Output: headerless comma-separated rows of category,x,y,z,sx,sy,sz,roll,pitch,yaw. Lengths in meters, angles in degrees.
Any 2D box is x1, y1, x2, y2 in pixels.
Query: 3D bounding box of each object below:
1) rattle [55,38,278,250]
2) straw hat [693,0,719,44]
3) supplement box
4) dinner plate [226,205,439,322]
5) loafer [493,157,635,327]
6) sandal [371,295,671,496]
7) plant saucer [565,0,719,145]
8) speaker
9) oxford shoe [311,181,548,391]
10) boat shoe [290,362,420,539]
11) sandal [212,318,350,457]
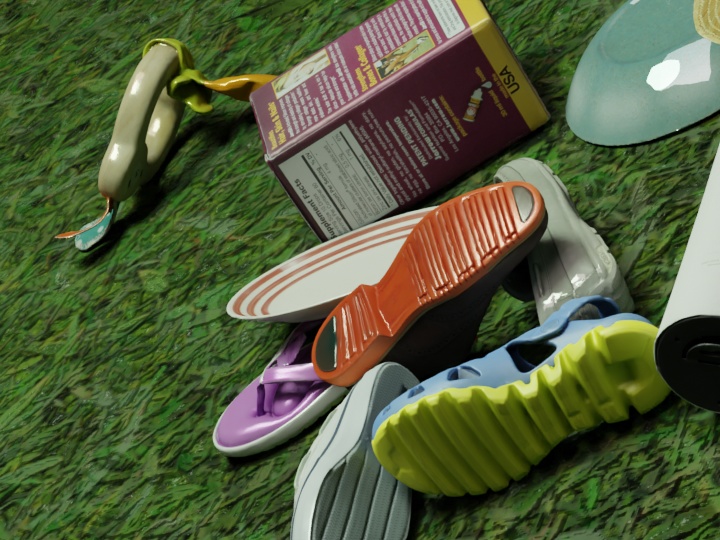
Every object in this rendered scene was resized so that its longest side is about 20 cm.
rattle,-0.157,-0.088,2.144,0.130,0.142,0.201,128,165,-65
straw hat,0.329,-0.200,1.706,0.200,0.085,0.202,-34,28,20
supplement box,0.027,-0.124,1.908,0.199,0.104,0.131,-31,28,7
dinner plate,0.000,0.000,1.782,0.199,0.024,0.200,-21,10,4
loafer,0.119,-0.015,1.668,0.069,0.070,0.200,-26,28,-1
sandal,0.100,0.074,1.551,0.199,0.080,0.087,-21,26,9
plant saucer,0.229,-0.171,1.825,0.200,0.039,0.202,-28,27,16
speaker,0.236,-0.008,1.512,0.081,0.081,0.201,-15,33,33
oxford shoe,0.058,0.015,1.645,0.200,0.072,0.072,-39,41,28
boat shoe,-0.007,0.143,1.580,0.067,0.074,0.200,-38,14,37
sandal,-0.025,0.055,1.742,0.202,0.050,0.083,-34,27,4
